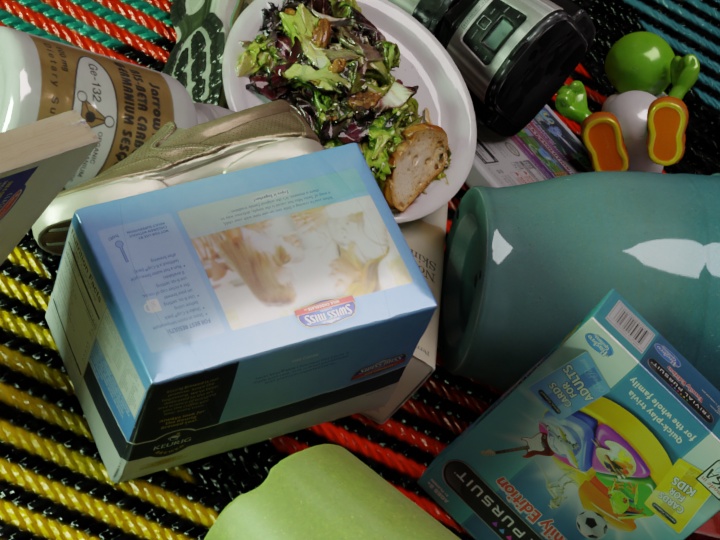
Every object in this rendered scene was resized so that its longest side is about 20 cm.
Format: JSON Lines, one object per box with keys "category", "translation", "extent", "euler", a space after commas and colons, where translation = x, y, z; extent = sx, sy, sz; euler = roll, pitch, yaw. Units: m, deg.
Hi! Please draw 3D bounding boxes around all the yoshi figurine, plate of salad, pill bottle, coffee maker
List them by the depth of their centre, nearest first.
{"category": "pill bottle", "translation": [-0.170, -0.083, 1.584], "extent": [0.200, 0.114, 0.115], "euler": [14, 45, -35]}
{"category": "plate of salad", "translation": [-0.002, -0.126, 1.699], "extent": [0.199, 0.048, 0.201], "euler": [12, 59, -21]}
{"category": "coffee maker", "translation": [0.084, -0.215, 1.907], "extent": [0.200, 0.135, 0.192], "euler": [42, 28, 16]}
{"category": "yoshi figurine", "translation": [0.232, -0.147, 2.023], "extent": [0.112, 0.112, 0.200], "euler": [35, 17, -3]}

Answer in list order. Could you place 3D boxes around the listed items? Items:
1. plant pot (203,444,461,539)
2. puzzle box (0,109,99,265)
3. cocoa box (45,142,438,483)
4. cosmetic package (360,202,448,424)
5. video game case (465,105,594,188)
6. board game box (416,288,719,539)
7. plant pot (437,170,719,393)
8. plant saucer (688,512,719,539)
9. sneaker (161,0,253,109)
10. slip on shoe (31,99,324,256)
{"category": "plant pot", "translation": [0.002, 0.210, 1.420], "extent": [0.190, 0.200, 0.200], "euler": [45, 34, 25]}
{"category": "puzzle box", "translation": [-0.245, -0.009, 1.365], "extent": [0.025, 0.200, 0.133], "euler": [51, 35, 11]}
{"category": "cocoa box", "translation": [-0.077, 0.025, 1.495], "extent": [0.199, 0.131, 0.134], "euler": [-15, 63, -25]}
{"category": "cosmetic package", "translation": [0.000, 0.000, 1.699], "extent": [0.105, 0.071, 0.200], "euler": [27, 39, -20]}
{"category": "video game case", "translation": [0.155, -0.061, 1.923], "extent": [0.200, 0.023, 0.182], "euler": [50, 30, 19]}
{"category": "board game box", "translation": [0.155, 0.131, 1.607], "extent": [0.151, 0.200, 0.047], "euler": [44, 36, 1]}
{"category": "plant pot", "translation": [0.158, 0.020, 1.687], "extent": [0.187, 0.200, 0.200], "euler": [7, 46, -12]}
{"category": "plant saucer", "translation": [0.193, 0.117, 1.798], "extent": [0.200, 0.037, 0.200], "euler": [15, 45, -33]}
{"category": "sneaker", "translation": [-0.093, -0.151, 1.770], "extent": [0.089, 0.077, 0.200], "euler": [36, 38, -27]}
{"category": "slip on shoe", "translation": [-0.119, -0.062, 1.520], "extent": [0.199, 0.076, 0.061], "euler": [-17, 69, -19]}
